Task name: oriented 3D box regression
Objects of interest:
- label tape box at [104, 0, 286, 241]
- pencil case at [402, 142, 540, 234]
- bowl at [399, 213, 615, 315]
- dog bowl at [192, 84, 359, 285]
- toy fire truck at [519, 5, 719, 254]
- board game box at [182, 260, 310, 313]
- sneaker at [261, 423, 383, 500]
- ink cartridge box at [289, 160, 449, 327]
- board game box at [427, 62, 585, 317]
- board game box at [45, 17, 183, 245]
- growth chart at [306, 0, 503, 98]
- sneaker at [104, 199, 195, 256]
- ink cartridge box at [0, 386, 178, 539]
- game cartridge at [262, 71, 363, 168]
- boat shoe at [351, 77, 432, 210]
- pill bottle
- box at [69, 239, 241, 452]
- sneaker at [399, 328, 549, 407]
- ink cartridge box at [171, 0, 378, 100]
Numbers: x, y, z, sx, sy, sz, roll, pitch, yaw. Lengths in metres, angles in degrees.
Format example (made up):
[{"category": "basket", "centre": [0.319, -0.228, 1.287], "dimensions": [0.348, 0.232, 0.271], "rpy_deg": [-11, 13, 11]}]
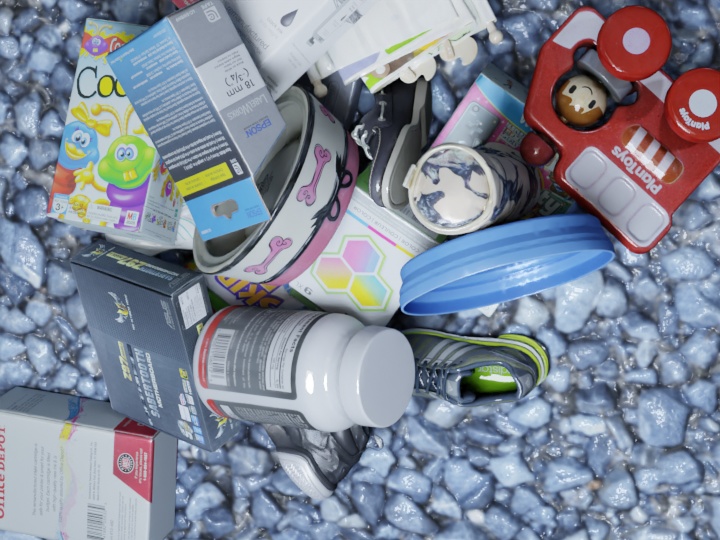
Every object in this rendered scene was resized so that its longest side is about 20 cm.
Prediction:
[{"category": "label tape box", "centre": [-0.139, -0.138, 1.452], "dimensions": [0.144, 0.063, 0.200], "rpy_deg": [-13, 108, 58]}, {"category": "pencil case", "centre": [0.101, -0.076, 1.415], "dimensions": [0.089, 0.200, 0.078], "rpy_deg": [12, 98, 16]}, {"category": "bowl", "centre": [0.130, -0.005, 1.436], "dimensions": [0.200, 0.201, 0.039], "rpy_deg": [-18, 78, 19]}, {"category": "dog bowl", "centre": [-0.077, -0.073, 1.508], "dimensions": [0.074, 0.200, 0.200], "rpy_deg": [27, 114, -25]}, {"category": "toy fire truck", "centre": [0.237, -0.136, 1.444], "dimensions": [0.200, 0.112, 0.168], "rpy_deg": [42, 86, 2]}, {"category": "board game box", "centre": [-0.087, -0.001, 1.635], "dimensions": [0.200, 0.030, 0.096], "rpy_deg": [-25, 117, 23]}, {"category": "sneaker", "centre": [-0.060, 0.133, 1.659], "dimensions": [0.114, 0.075, 0.200], "rpy_deg": [-37, 83, 7]}, {"category": "ink cartridge box", "centre": [0.000, 0.000, 1.549], "dimensions": [0.104, 0.059, 0.200], "rpy_deg": [35, 127, 2]}, {"category": "board game box", "centre": [0.127, -0.079, 1.548], "dimensions": [0.147, 0.064, 0.200], "rpy_deg": [35, 111, 2]}, {"category": "board game box", "centre": [-0.229, -0.136, 1.573], "dimensions": [0.103, 0.105, 0.200], "rpy_deg": [10, 85, 13]}, {"category": "growth chart", "centre": [0.025, -0.243, 1.515], "dimensions": [0.200, 0.018, 0.145], "rpy_deg": [-18, 82, 7]}, {"category": "sneaker", "centre": [-0.182, -0.061, 1.635], "dimensions": [0.200, 0.070, 0.080], "rpy_deg": [-10, 100, 18]}, {"category": "ink cartridge box", "centre": [-0.310, 0.220, 1.742], "dimensions": [0.200, 0.083, 0.146], "rpy_deg": [9, 108, 13]}, {"category": "game cartridge", "centre": [-0.068, -0.184, 1.586], "dimensions": [0.133, 0.041, 0.200], "rpy_deg": [22, 110, 12]}, {"category": "boat shoe", "centre": [0.024, -0.121, 1.493], "dimensions": [0.063, 0.200, 0.073], "rpy_deg": [4, 126, 11]}, {"category": "pill bottle", "centre": [-0.055, 0.096, 1.534], "dimensions": [0.200, 0.116, 0.116], "rpy_deg": [4, 108, 36]}, {"category": "box", "centre": [-0.212, 0.078, 1.633], "dimensions": [0.158, 0.051, 0.200], "rpy_deg": [18, 130, 38]}, {"category": "sneaker", "centre": [0.087, 0.102, 1.600], "dimensions": [0.200, 0.081, 0.074], "rpy_deg": [-4, 104, 17]}, {"category": "ink cartridge box", "centre": [-0.069, -0.284, 1.484], "dimensions": [0.200, 0.083, 0.147], "rpy_deg": [-44, 73, 3]}]
